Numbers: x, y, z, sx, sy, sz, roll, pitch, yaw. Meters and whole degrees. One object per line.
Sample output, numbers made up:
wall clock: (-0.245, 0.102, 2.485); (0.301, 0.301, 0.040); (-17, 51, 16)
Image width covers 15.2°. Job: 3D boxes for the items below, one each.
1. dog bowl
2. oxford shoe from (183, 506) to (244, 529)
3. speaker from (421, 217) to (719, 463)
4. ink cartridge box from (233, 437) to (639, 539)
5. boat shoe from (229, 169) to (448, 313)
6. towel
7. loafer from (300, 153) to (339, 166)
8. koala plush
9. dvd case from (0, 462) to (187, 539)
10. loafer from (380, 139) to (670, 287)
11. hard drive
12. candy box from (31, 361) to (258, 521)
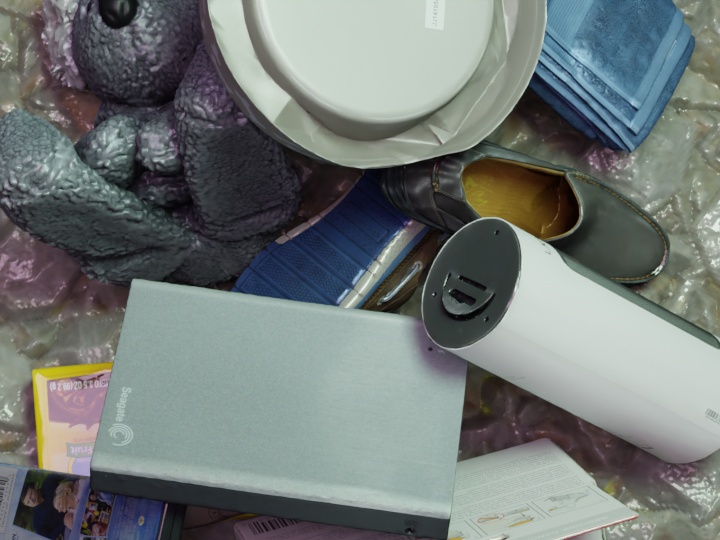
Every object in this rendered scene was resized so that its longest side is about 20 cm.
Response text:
dog bowl: (0.001, -0.149, 1.493); (0.199, 0.059, 0.201); (2, 84, -20)
oxford shoe: (-0.036, 0.104, 1.567); (0.199, 0.073, 0.072); (-26, 121, 0)
speaker: (0.129, 0.042, 1.541); (0.199, 0.081, 0.082); (27, 80, -36)
ink cartridge box: (0.042, 0.159, 1.519); (0.199, 0.176, 0.045); (-15, 105, -10)
boat shoe: (0.000, 0.000, 1.614); (0.200, 0.072, 0.072); (-42, 57, -6)
towel: (0.111, -0.170, 1.607); (0.200, 0.048, 0.112); (40, 59, -14)
loafer: (0.023, -0.123, 1.612); (0.200, 0.063, 0.072); (-43, 107, -32)
koala plush: (-0.123, -0.109, 1.622); (0.176, 0.184, 0.201); (-20, 58, 12)
dvd case: (-0.173, 0.189, 1.555); (0.017, 0.199, 0.144); (16, 81, -37)
loafer: (0.108, -0.029, 1.576); (0.199, 0.072, 0.073); (15, 91, -31)
hard drive: (-0.043, 0.077, 1.507); (0.199, 0.033, 0.140); (7, 47, 1)
candy box: (-0.097, 0.102, 1.633); (0.199, 0.026, 0.103); (-6, 83, 3)
